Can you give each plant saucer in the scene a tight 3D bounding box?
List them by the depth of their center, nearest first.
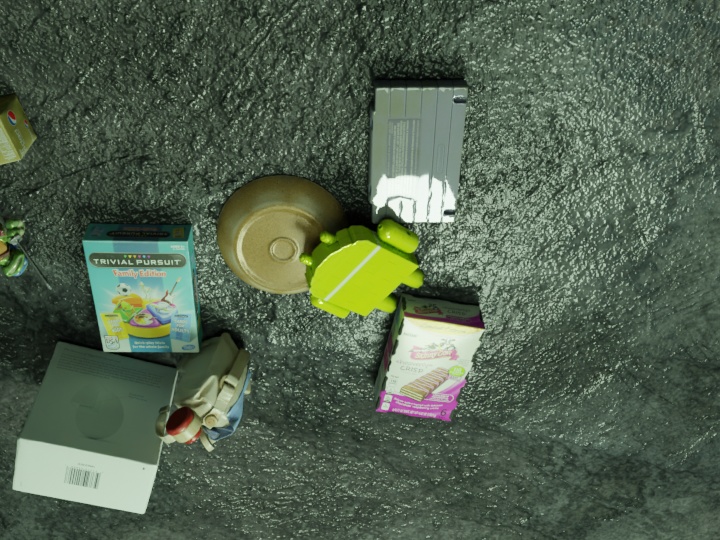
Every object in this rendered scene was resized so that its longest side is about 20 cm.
[{"bbox_3d":[-0.111,-0.038,1.101,0.195,0.036,0.204,-2,125,-2],"label":"plant saucer"}]

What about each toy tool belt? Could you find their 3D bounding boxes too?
[{"bbox_3d":[-0.220,0.204,1.164,0.123,0.202,0.124,-22,122,22],"label":"toy tool belt"}]

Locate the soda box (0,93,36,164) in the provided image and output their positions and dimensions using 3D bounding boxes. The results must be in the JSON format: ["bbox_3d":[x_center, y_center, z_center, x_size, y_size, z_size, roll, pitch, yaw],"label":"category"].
[{"bbox_3d":[-0.525,-0.163,0.974,0.195,0.068,0.065,-11,125,5],"label":"soda box"}]

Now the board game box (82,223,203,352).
[{"bbox_3d":[-0.318,0.030,1.130,0.147,0.047,0.204,0,125,-3],"label":"board game box"}]

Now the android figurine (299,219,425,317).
[{"bbox_3d":[0.000,0.000,1.099,0.198,0.042,0.182,23,123,-39],"label":"android figurine"}]

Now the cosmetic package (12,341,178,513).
[{"bbox_3d":[-0.402,0.240,1.176,0.195,0.202,0.125,15,126,-13],"label":"cosmetic package"}]

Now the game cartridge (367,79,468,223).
[{"bbox_3d":[0.074,-0.158,1.032,0.126,0.039,0.204,2,125,1],"label":"game cartridge"}]

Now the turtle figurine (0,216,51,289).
[{"bbox_3d":[-0.507,-0.020,0.977,0.142,0.204,0.193,-28,139,25],"label":"turtle figurine"}]

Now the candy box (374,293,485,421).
[{"bbox_3d":[0.107,0.143,1.222,0.133,0.062,0.204,8,123,-8],"label":"candy box"}]
